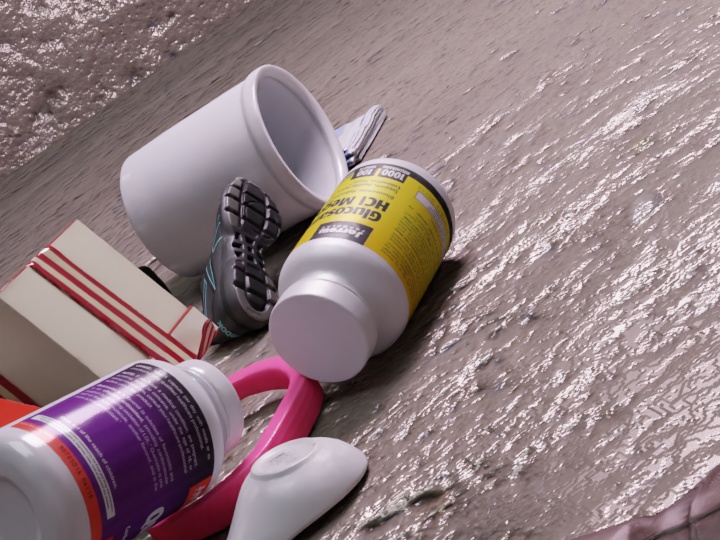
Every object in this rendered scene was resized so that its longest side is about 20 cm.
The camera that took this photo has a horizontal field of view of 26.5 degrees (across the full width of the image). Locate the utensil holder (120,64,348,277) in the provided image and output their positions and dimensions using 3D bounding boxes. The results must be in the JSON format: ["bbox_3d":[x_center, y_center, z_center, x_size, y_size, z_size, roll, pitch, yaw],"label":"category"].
[{"bbox_3d":[-0.141,-0.104,1.684,0.199,0.170,0.170,-28,19,23],"label":"utensil holder"}]

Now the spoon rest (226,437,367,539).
[{"bbox_3d":[-0.080,0.178,1.071,0.199,0.061,0.099,-28,15,-27],"label":"spoon rest"}]

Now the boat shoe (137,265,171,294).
[{"bbox_3d":[-0.265,0.066,1.633,0.074,0.076,0.200,-32,10,24],"label":"boat shoe"}]

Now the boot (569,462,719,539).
[{"bbox_3d":[0.147,0.129,0.790,0.200,0.064,0.187,-31,16,25],"label":"boot"}]

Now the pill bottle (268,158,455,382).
[{"bbox_3d":[0.000,0.000,1.266,0.112,0.113,0.200,-22,22,33],"label":"pill bottle"}]

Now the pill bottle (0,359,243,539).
[{"bbox_3d":[-0.175,0.134,1.090,0.112,0.113,0.200,-17,7,41],"label":"pill bottle"}]

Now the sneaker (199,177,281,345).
[{"bbox_3d":[-0.129,-0.011,1.525,0.079,0.075,0.201,-39,33,33],"label":"sneaker"}]

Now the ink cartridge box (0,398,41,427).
[{"bbox_3d":[-0.346,0.121,1.097,0.173,0.044,0.200,7,30,36],"label":"ink cartridge box"}]

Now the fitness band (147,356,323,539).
[{"bbox_3d":[-0.105,0.139,1.218,0.143,0.038,0.200,-23,23,30],"label":"fitness band"}]

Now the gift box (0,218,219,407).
[{"bbox_3d":[-0.234,0.089,1.296,0.200,0.187,0.185,-47,6,34],"label":"gift box"}]

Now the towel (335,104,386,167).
[{"bbox_3d":[-0.065,-0.131,1.848,0.199,0.024,0.147,-24,20,29],"label":"towel"}]
